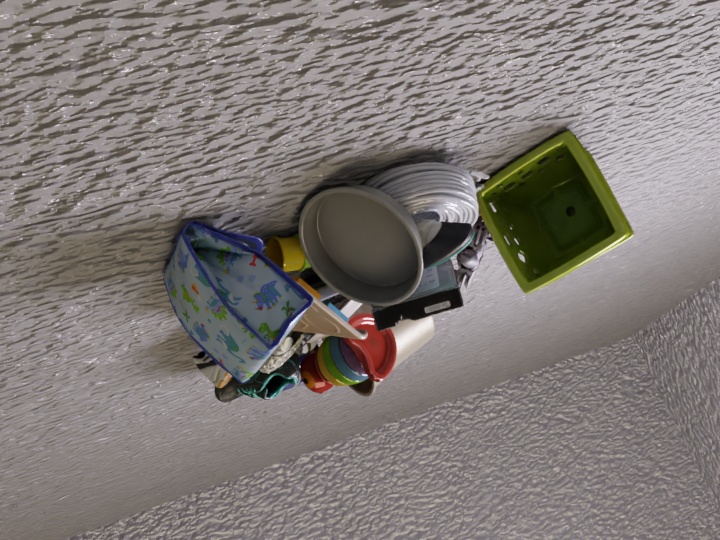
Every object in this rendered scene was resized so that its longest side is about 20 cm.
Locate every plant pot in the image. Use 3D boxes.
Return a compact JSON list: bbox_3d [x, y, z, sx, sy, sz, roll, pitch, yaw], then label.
[{"bbox_3d":[0.042,0.121,1.778,0.182,0.202,0.201,-26,165,-24],"label":"plant pot"},{"bbox_3d":[0.338,-0.094,1.494,0.199,0.201,0.181,-32,167,25],"label":"plant pot"}]

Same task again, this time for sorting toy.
[{"bbox_3d":[-0.107,0.051,1.392,0.184,0.037,0.199,3,155,46],"label":"sorting toy"}]

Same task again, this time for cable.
[{"bbox_3d":[0.081,-0.091,1.341,0.198,0.070,0.199,8,149,-43],"label":"cable"}]

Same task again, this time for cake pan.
[{"bbox_3d":[0.004,-0.040,1.277,0.200,0.200,0.037,-40,-172,44],"label":"cake pan"}]

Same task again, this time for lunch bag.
[{"bbox_3d":[-0.187,0.036,1.242,0.128,0.199,0.170,-51,-179,-34],"label":"lunch bag"}]

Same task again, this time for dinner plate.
[{"bbox_3d":[-0.021,0.063,1.578,0.200,0.024,0.200,-46,-177,3],"label":"dinner plate"}]

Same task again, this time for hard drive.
[{"bbox_3d":[0.088,0.032,1.401,0.138,0.038,0.200,-16,-168,7],"label":"hard drive"}]

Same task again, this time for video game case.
[{"bbox_3d":[0.000,0.000,1.493,0.198,0.024,0.182,-22,-171,-5],"label":"video game case"}]

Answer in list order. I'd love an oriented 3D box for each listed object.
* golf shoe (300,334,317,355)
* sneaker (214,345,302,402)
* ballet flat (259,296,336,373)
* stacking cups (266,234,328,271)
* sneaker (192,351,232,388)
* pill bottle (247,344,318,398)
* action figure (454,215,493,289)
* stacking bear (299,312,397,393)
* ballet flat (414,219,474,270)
[{"bbox_3d":[-0.110,0.110,1.708,0.094,0.079,0.200,-28,163,15],"label":"golf shoe"},{"bbox_3d":[-0.192,0.206,1.645,0.199,0.092,0.077,-31,136,20],"label":"sneaker"},{"bbox_3d":[-0.123,0.097,1.585,0.200,0.072,0.072,-48,163,-5],"label":"ballet flat"},{"bbox_3d":[-0.047,-0.030,1.386,0.198,0.061,0.061,-6,156,-32],"label":"stacking cups"},{"bbox_3d":[-0.235,0.116,1.581,0.201,0.087,0.076,-55,173,19],"label":"sneaker"},{"bbox_3d":[-0.187,0.195,1.795,0.198,0.113,0.112,-11,159,-33],"label":"pill bottle"},{"bbox_3d":[0.195,-0.041,1.551,0.131,0.069,0.200,-62,172,22],"label":"action figure"},{"bbox_3d":[-0.037,0.165,1.616,0.199,0.122,0.114,-32,-177,39],"label":"stacking bear"},{"bbox_3d":[0.084,-0.032,1.309,0.072,0.074,0.199,-9,165,-36],"label":"ballet flat"}]
